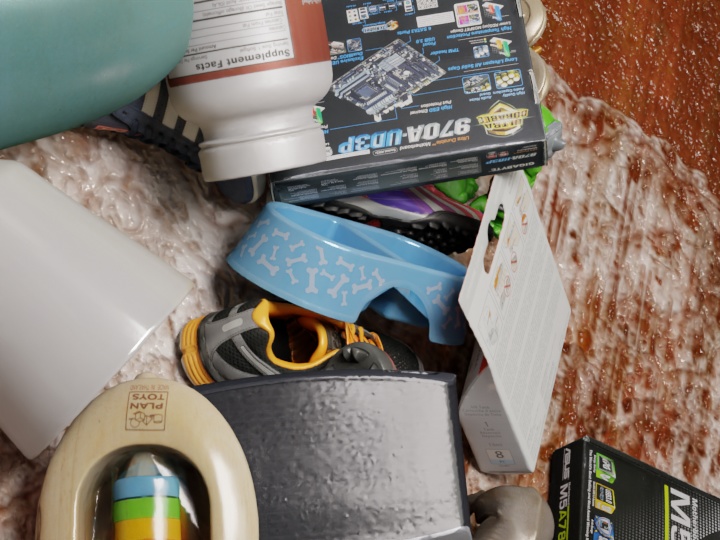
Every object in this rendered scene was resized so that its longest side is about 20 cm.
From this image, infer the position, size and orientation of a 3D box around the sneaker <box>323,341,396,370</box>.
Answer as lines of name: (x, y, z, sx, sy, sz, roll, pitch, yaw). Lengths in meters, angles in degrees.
sneaker: (0.022, 0.137, 1.549, 0.098, 0.071, 0.201, -34, 116, -56)

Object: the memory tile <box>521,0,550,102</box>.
memory tile: (0.041, -0.177, 1.677, 0.017, 0.200, 0.154, 45, 42, -65)

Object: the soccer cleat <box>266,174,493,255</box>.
soccer cleat: (0.018, -0.059, 1.677, 0.200, 0.068, 0.073, 12, 64, -34)

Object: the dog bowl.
dog bowl: (0.000, 0.000, 1.590, 0.200, 0.111, 0.050, 15, 103, -42)

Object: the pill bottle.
pill bottle: (-0.080, -0.164, 1.497, 0.112, 0.112, 0.200, -15, 98, -45)

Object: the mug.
mug: (-0.212, 0.014, 1.408, 0.153, 0.187, 0.149, 42, 78, -5)

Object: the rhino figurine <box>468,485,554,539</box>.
rhino figurine: (0.090, 0.236, 1.569, 0.060, 0.087, 0.200, 32, 50, -25)

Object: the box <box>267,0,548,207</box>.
box: (0.024, -0.137, 1.608, 0.200, 0.046, 0.159, -10, 66, 1)

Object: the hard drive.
hard drive: (-0.028, 0.128, 1.448, 0.200, 0.042, 0.135, -3, 76, -8)

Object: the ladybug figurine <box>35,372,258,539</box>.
ladybug figurine: (-0.127, 0.162, 1.371, 0.135, 0.072, 0.200, 0, 74, 5)

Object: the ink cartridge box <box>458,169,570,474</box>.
ink cartridge box: (0.098, 0.028, 1.649, 0.200, 0.047, 0.160, 65, 33, -44)

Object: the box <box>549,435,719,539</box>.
box: (0.223, 0.250, 1.711, 0.193, 0.047, 0.200, 26, 54, -27)

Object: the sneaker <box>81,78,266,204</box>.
sneaker: (-0.150, -0.109, 1.560, 0.085, 0.075, 0.200, -48, 108, -24)

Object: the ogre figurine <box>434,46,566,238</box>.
ogre figurine: (0.082, -0.128, 1.733, 0.098, 0.120, 0.200, -13, 78, -45)

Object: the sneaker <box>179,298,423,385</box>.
sneaker: (-0.027, 0.062, 1.566, 0.200, 0.077, 0.078, 8, 61, -41)

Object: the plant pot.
plant pot: (-0.200, -0.178, 1.417, 0.161, 0.201, 0.201, -11, 75, -23)
